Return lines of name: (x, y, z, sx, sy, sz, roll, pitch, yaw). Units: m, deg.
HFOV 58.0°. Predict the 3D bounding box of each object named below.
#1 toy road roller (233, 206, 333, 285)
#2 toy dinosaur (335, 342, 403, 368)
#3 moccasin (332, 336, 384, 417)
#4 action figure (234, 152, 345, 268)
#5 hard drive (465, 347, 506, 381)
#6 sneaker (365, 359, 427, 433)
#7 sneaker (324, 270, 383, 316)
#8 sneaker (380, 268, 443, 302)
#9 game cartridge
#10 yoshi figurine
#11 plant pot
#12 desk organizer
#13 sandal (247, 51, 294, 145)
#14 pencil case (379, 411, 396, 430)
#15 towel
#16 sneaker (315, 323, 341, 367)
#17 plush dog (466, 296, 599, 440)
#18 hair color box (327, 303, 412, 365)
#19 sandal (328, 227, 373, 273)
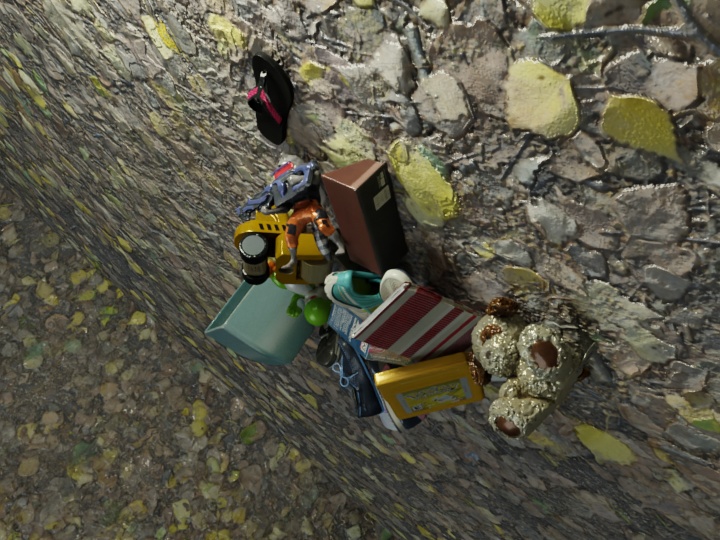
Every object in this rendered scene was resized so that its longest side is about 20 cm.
toy road roller: (-0.152, -0.059, 1.303, 0.199, 0.146, 0.123, 3, 152, -5)
toy dinosaur: (0.052, 0.189, 1.383, 0.200, 0.102, 0.077, 38, 155, 13)
moccasin: (-0.010, 0.225, 1.319, 0.080, 0.068, 0.200, -118, 6, -68)
action figure: (-0.115, -0.103, 1.113, 0.200, 0.104, 0.194, -15, 84, 37)
hard drive: (0.196, 0.155, 1.209, 0.132, 0.026, 0.200, 47, 155, -10)
sneaker: (0.070, 0.218, 1.304, 0.070, 0.082, 0.200, 37, -152, -83)
sneaker: (0.034, 0.045, 1.130, 0.200, 0.078, 0.080, 15, 157, -31)
sneaker: (0.097, 0.046, 1.099, 0.075, 0.085, 0.200, 16, 151, 34)
game cartridge: (0.129, 0.209, 1.163, 0.200, 0.176, 0.033, 62, -166, -60)
yoshi figurine: (-0.124, 0.045, 1.411, 0.200, 0.112, 0.112, 43, 149, -9)
plant pot: (-0.234, 0.131, 1.622, 0.200, 0.196, 0.196, 40, 156, -15)
desk organizer: (0.010, -0.087, 1.042, 0.077, 0.072, 0.200, 27, 151, 34)
sandal: (-0.147, -0.258, 1.026, 0.075, 0.045, 0.200, 37, 155, 11)
pencil case: (0.065, 0.302, 1.566, 0.091, 0.083, 0.200, 20, 147, 43)
towel: (0.104, 0.093, 1.059, 0.200, 0.023, 0.144, 22, 127, -31)
sneaker: (-0.033, 0.175, 1.460, 0.115, 0.076, 0.201, 35, -164, -13)
plush dog: (0.245, 0.128, 0.996, 0.172, 0.160, 0.200, 40, 130, 35)
hair color box: (0.020, 0.115, 1.246, 0.100, 0.061, 0.200, 12, -172, -25)
sandal: (0.000, 0.000, 1.191, 0.200, 0.082, 0.055, 52, 172, -27)
